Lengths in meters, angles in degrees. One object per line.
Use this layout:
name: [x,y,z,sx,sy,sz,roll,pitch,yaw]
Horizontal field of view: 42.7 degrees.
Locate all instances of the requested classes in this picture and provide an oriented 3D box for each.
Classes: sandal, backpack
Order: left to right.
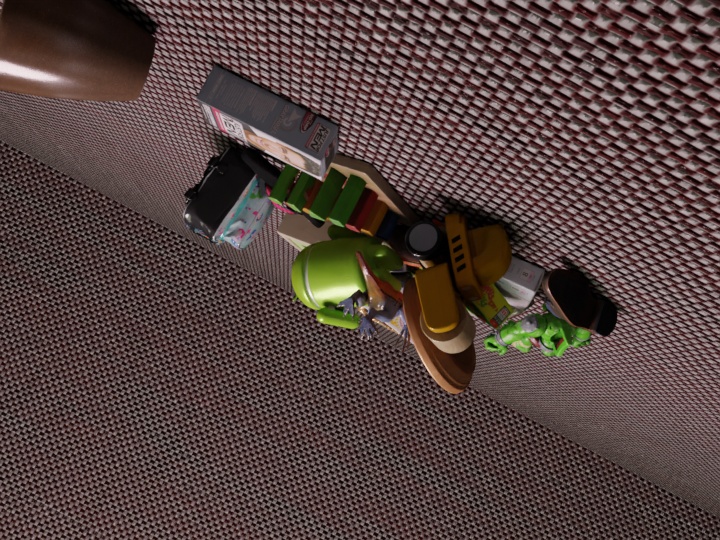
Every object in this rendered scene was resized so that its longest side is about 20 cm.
backpack: [-0.247,-0.130,1.760,0.150,0.178,0.200,34,174,-7]
sandal: [-0.141,-0.139,1.634,0.200,0.045,0.075,42,-162,10]

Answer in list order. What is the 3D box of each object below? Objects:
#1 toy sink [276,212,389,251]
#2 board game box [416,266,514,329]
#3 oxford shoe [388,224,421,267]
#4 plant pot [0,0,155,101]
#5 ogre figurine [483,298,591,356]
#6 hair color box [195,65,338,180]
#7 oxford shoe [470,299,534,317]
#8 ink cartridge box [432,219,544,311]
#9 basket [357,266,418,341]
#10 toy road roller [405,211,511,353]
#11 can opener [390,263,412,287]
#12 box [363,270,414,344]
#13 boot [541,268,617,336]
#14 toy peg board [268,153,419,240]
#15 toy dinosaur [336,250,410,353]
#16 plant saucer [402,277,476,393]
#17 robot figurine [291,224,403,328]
toy sink: [-0.043,-0.056,1.769,0.130,0.112,0.200,21,169,36]
board game box: [0.169,0.018,1.588,0.102,0.048,0.200,47,174,-35]
oxford shoe: [0.112,-0.044,1.534,0.200,0.071,0.073,32,148,46]
plant pot: [-0.391,-0.311,1.262,0.199,0.188,0.187,16,176,-22]
ogre figurine: [0.329,0.106,1.594,0.199,0.099,0.120,18,154,-10]
hair color box: [-0.132,-0.212,1.336,0.199,0.061,0.099,26,170,4]
oxford shoe: [0.242,0.052,1.708,0.200,0.075,0.058,4,118,60]
ink cartridge box: [0.203,-0.006,1.546,0.199,0.057,0.163,22,170,9]
basket: [0.124,0.065,1.840,0.200,0.149,0.143,32,170,-20]
toy road roller: [0.157,0.010,1.366,0.145,0.201,0.123,-13,160,14]
can opener: [0.000,0.000,1.642,0.199,0.079,0.063,5,-176,26]
box: [0.076,0.052,1.691,0.200,0.102,0.112,36,-177,30]
boot: [0.312,0.047,1.434,0.097,0.075,0.200,13,165,46]
toy peg board: [-0.040,-0.111,1.510,0.199,0.098,0.199,22,169,34]
toy dinosaur: [0.059,0.058,1.466,0.105,0.201,0.181,35,-146,29]
plant saucer: [0.134,0.099,1.489,0.037,0.201,0.200,-25,143,23]
robot figurine: [-0.029,0.005,1.546,0.199,0.176,0.116,-7,157,29]
